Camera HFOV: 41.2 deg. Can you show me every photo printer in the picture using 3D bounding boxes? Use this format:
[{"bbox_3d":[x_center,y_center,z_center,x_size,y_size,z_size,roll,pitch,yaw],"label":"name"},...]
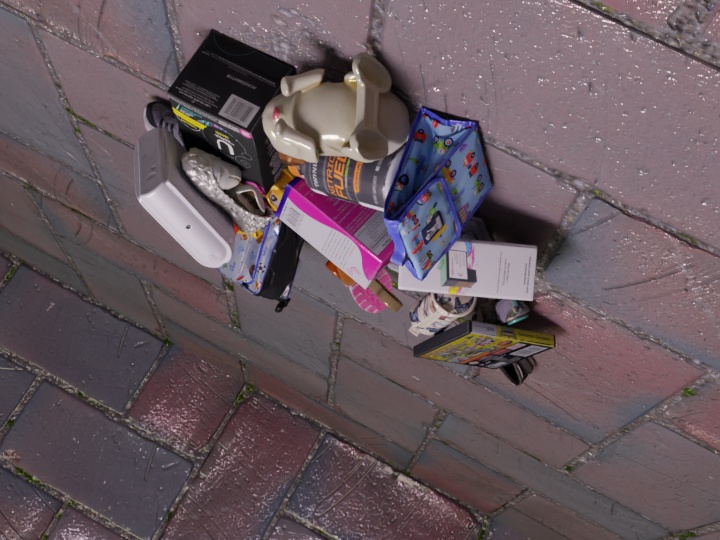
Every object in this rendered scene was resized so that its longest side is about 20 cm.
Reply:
[{"bbox_3d":[-0.269,-0.108,1.501,0.200,0.069,0.166,50,-165,-41],"label":"photo printer"}]

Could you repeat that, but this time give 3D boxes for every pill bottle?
[{"bbox_3d":[-0.014,-0.157,1.452,0.200,0.106,0.106,17,156,31],"label":"pill bottle"}]

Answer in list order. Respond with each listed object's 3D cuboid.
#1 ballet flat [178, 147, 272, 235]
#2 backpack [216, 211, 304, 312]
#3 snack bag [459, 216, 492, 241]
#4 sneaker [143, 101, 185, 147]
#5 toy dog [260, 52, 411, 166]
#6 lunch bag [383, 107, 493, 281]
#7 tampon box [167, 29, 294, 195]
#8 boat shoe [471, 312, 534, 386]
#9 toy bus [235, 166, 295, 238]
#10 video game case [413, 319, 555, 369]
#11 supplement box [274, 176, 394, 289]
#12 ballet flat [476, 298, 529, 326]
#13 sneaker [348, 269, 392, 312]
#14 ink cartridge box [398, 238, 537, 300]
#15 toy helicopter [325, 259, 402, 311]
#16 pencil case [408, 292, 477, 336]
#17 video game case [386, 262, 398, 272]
[{"bbox_3d":[-0.200,-0.130,1.490,0.072,0.072,0.200,15,159,36],"label":"ballet flat"},{"bbox_3d":[-0.201,-0.045,1.854,0.154,0.200,0.190,20,-177,-31],"label":"backpack"},{"bbox_3d":[0.141,-0.058,1.599,0.188,0.021,0.200,19,160,29],"label":"snack bag"},{"bbox_3d":[-0.307,-0.260,1.665,0.200,0.075,0.114,48,135,28],"label":"sneaker"},{"bbox_3d":[-0.045,-0.213,1.326,0.200,0.140,0.194,-1,-177,32],"label":"toy dog"},{"bbox_3d":[0.090,-0.094,1.319,0.094,0.200,0.151,20,158,27],"label":"lunch bag"},{"bbox_3d":[-0.187,-0.236,1.472,0.150,0.126,0.200,27,160,11],"label":"tampon box"},{"bbox_3d":[0.274,0.156,1.867,0.067,0.057,0.200,5,149,49],"label":"boat shoe"},{"bbox_3d":[-0.206,-0.120,1.685,0.200,0.192,0.136,11,151,38],"label":"toy bus"},{"bbox_3d":[0.221,0.137,1.735,0.181,0.026,0.200,11,159,-23],"label":"video game case"},{"bbox_3d":[-0.027,-0.082,1.584,0.200,0.103,0.101,41,148,6],"label":"supplement box"},{"bbox_3d":[0.247,0.082,1.734,0.072,0.072,0.200,31,157,-1],"label":"ballet flat"},{"bbox_3d":[-0.006,-0.012,1.809,0.200,0.081,0.088,61,177,-18],"label":"sneaker"},{"bbox_3d":[0.158,-0.005,1.451,0.200,0.084,0.145,5,-179,4],"label":"ink cartridge box"},{"bbox_3d":[0.000,0.000,1.658,0.200,0.079,0.132,44,-177,33],"label":"toy helicopter"},{"bbox_3d":[0.142,0.063,1.672,0.078,0.090,0.200,30,163,-1],"label":"pencil case"},{"bbox_3d":[0.100,-0.023,1.688,0.200,0.024,0.182,23,163,27],"label":"video game case"}]
